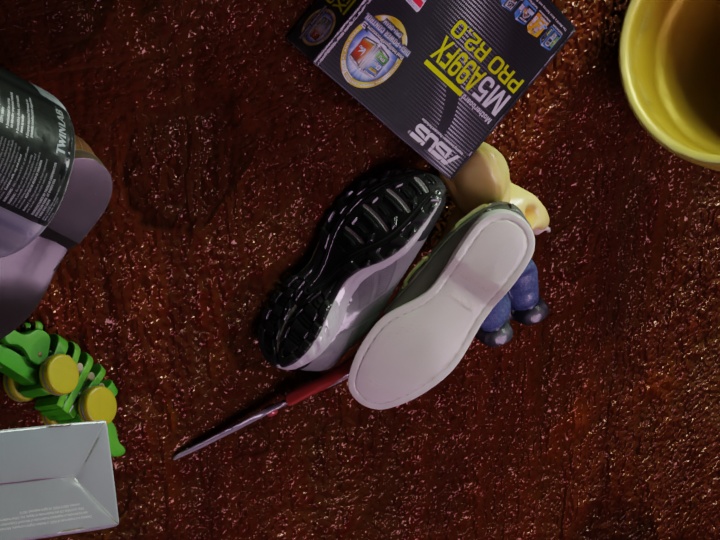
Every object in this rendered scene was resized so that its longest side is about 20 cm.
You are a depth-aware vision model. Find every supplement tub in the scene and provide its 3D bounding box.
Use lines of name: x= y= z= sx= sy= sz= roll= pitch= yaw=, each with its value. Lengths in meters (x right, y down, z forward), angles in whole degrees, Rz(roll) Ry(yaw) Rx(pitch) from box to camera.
supplement tub: x=-0.291 y=-0.093 z=1.277 sx=0.199 sy=0.123 sz=0.123 roll=27 pitch=102 yaw=-45

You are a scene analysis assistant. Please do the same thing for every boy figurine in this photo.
boy figurine: x=0.103 y=-0.025 z=1.675 sx=0.124 sy=0.064 sz=0.201 roll=-32 pitch=134 yaw=-14

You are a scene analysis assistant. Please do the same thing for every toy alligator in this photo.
toy alligator: x=-0.238 y=0.066 z=1.488 sx=0.200 sy=0.059 sz=0.055 roll=44 pitch=54 yaw=-31

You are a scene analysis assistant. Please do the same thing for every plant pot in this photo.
plant pot: x=0.343 y=-0.173 z=1.673 sx=0.202 sy=0.200 sz=0.188 roll=-58 pitch=151 yaw=12

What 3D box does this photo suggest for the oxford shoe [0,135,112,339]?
oxford shoe: x=-0.253 y=-0.014 z=1.403 sx=0.200 sy=0.071 sz=0.071 roll=-46 pitch=127 yaw=7

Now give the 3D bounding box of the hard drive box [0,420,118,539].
hard drive box: x=-0.287 y=0.160 z=1.407 sx=0.155 sy=0.199 sz=0.077 roll=-3 pitch=81 yaw=-37

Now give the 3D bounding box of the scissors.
scissors: x=-0.063 y=0.112 z=1.674 sx=0.199 sy=0.014 sz=0.073 roll=-29 pitch=176 yaw=4

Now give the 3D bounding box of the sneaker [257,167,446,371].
sneaker: x=0.000 y=0.000 z=1.616 sx=0.200 sy=0.074 sz=0.079 roll=-50 pitch=146 yaw=12

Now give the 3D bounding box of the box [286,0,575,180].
box: x=0.059 y=-0.182 z=1.540 sx=0.160 sy=0.044 sz=0.200 roll=-50 pitch=137 yaw=3

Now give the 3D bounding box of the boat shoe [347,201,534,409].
boat shoe: x=0.065 y=0.028 z=1.609 sx=0.072 sy=0.060 sz=0.202 roll=38 pitch=104 yaw=-12
